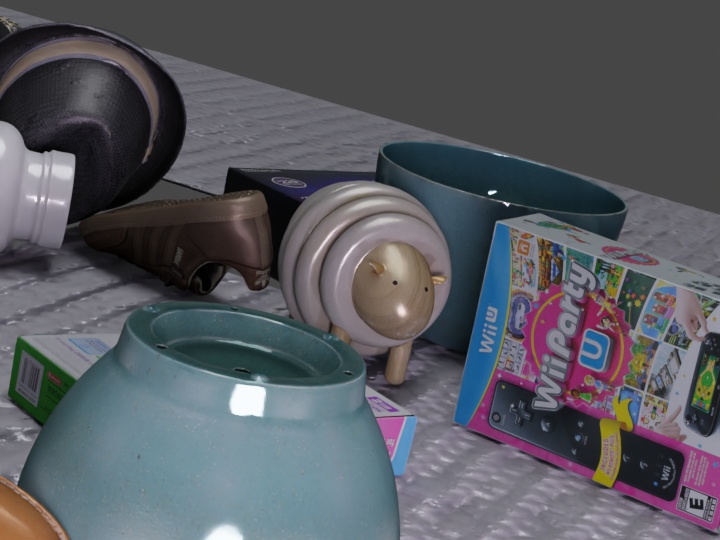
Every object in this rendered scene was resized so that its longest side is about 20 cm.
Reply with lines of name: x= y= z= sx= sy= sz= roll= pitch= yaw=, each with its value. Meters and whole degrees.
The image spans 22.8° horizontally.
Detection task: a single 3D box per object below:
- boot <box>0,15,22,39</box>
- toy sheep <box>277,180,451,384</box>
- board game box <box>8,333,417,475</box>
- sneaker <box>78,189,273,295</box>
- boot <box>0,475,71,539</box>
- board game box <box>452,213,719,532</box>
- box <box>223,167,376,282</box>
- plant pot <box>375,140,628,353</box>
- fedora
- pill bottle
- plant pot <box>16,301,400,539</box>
boot: x=-0.495 y=-0.279 z=2.067 sx=0.203 sy=0.074 sz=0.154 roll=23 pitch=14 yaw=22
toy sheep: x=0.000 y=0.000 z=1.290 sx=0.137 sy=0.139 sz=0.200 roll=6 pitch=16 yaw=-26
board game box: x=-0.089 y=0.082 z=1.084 sx=0.199 sy=0.041 sz=0.153 roll=1 pitch=18 yaw=-39
sneaker: x=-0.146 y=-0.015 z=1.379 sx=0.070 sy=0.076 sz=0.199 roll=-16 pitch=9 yaw=-43
boot: x=-0.211 y=0.084 z=0.730 sx=0.199 sy=0.077 sz=0.155 roll=32 pitch=-15 yaw=1
board game box: x=0.171 y=0.063 z=1.170 sx=0.199 sy=0.148 sz=0.064 roll=21 pitch=19 yaw=31
box: x=-0.003 y=-0.033 z=1.532 sx=0.199 sy=0.079 sz=0.141 roll=-1 pitch=17 yaw=-43
plant pot: x=0.098 y=-0.010 z=1.409 sx=0.199 sy=0.135 sz=0.200 roll=11 pitch=14 yaw=-3
fedora: x=-0.237 y=-0.100 z=1.438 sx=0.199 sy=0.201 sz=0.092 roll=11 pitch=42 yaw=-5
pill bottle: x=-0.317 y=-0.067 z=1.332 sx=0.199 sy=0.105 sz=0.104 roll=10 pitch=14 yaw=-14
plant pot: x=-0.067 y=0.095 z=0.866 sx=0.199 sy=0.135 sz=0.200 roll=12 pitch=14 yaw=-3
